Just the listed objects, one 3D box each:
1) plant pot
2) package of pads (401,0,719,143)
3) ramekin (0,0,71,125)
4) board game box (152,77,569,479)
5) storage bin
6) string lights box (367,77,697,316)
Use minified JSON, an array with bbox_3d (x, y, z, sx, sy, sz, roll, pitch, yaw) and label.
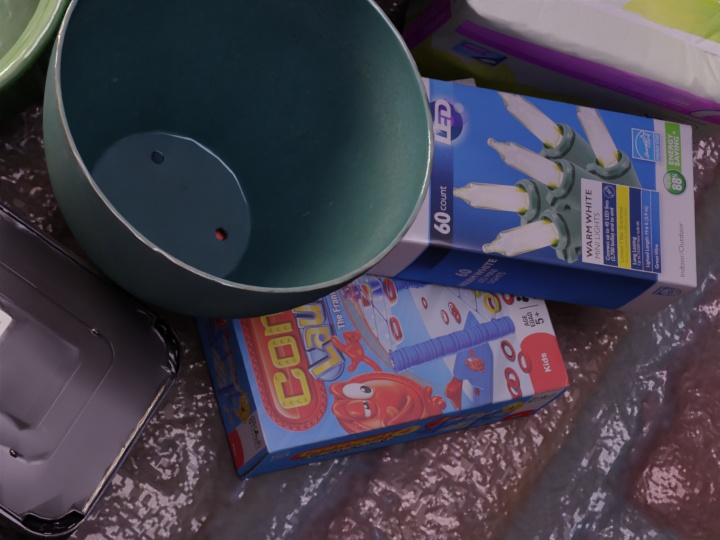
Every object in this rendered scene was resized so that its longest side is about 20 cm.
[{"bbox_3d":[-0.080,-0.057,1.042,0.198,0.135,0.202,11,63,-22],"label":"plant pot"},{"bbox_3d":[0.133,-0.132,1.215,0.198,0.154,0.069,18,77,-13],"label":"package of pads"},{"bbox_3d":[-0.240,-0.162,1.068,0.198,0.098,0.202,0,81,1],"label":"ramekin"},{"bbox_3d":[0.000,0.000,1.166,0.194,0.056,0.202,-11,75,-25],"label":"board game box"},{"bbox_3d":[-0.209,0.046,1.043,0.199,0.094,0.136,36,62,-7],"label":"storage bin"},{"bbox_3d":[0.091,-0.042,1.153,0.198,0.059,0.104,8,69,-19],"label":"string lights box"}]
